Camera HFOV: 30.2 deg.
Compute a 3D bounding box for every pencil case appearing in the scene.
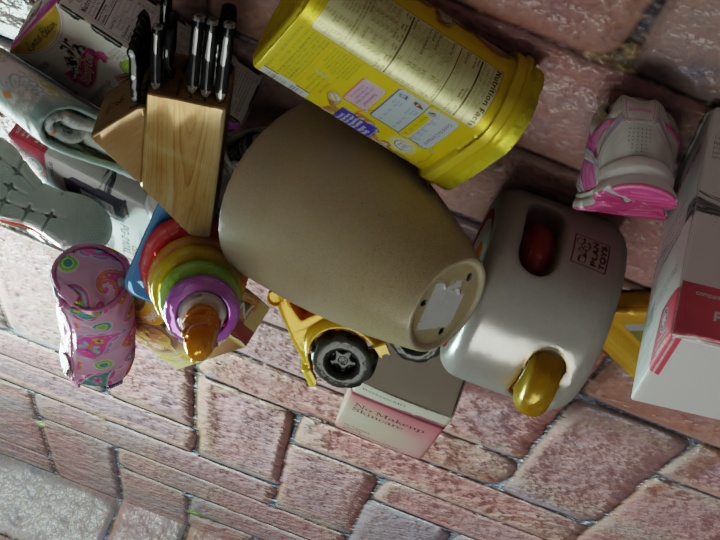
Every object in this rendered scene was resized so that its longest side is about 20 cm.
[{"bbox_3d":[-0.278,0.052,1.391,0.087,0.088,0.201,20,149,1],"label":"pencil case"}]

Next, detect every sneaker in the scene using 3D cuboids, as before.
[{"bbox_3d":[0.220,-0.091,1.077,0.080,0.089,0.200,7,177,1],"label":"sneaker"},{"bbox_3d":[-0.128,-0.098,1.287,0.198,0.077,0.080,-19,159,16],"label":"sneaker"},{"bbox_3d":[-0.351,-0.068,1.383,0.199,0.077,0.082,34,161,-2],"label":"sneaker"}]

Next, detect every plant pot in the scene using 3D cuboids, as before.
[{"bbox_3d":[0.008,-0.021,1.168,0.200,0.187,0.188,39,168,33],"label":"plant pot"}]

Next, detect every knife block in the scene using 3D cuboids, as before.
[{"bbox_3d":[-0.136,-0.139,1.156,0.174,0.064,0.200,-23,127,27],"label":"knife block"}]

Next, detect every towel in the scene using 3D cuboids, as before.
[{"bbox_3d":[-0.294,-0.153,1.235,0.170,0.048,0.200,33,-179,22],"label":"towel"}]

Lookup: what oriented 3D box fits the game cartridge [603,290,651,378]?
[{"bbox_3d":[0.341,0.077,1.385,0.199,0.033,0.176,-7,144,45],"label":"game cartridge"}]

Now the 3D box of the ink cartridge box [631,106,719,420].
[{"bbox_3d":[0.282,-0.003,1.053,0.084,0.202,0.146,13,156,4],"label":"ink cartridge box"}]

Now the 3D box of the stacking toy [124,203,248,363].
[{"bbox_3d":[-0.148,0.025,1.221,0.109,0.117,0.200,21,-161,-19],"label":"stacking toy"}]

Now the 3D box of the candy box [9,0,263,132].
[{"bbox_3d":[-0.208,-0.191,1.233,0.199,0.062,0.136,32,154,-23],"label":"candy box"}]

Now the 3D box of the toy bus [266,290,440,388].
[{"bbox_3d":[0.000,0.000,1.388,0.198,0.136,0.193,-19,115,22],"label":"toy bus"}]

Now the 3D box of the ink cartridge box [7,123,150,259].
[{"bbox_3d":[-0.262,-0.094,1.420,0.198,0.085,0.145,28,155,6],"label":"ink cartridge box"}]

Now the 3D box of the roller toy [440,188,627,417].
[{"bbox_3d":[0.165,0.029,1.236,0.138,0.184,0.200,20,-172,-1],"label":"roller toy"}]

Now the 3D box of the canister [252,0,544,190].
[{"bbox_3d":[0.027,-0.162,1.073,0.199,0.087,0.148,30,155,-16],"label":"canister"}]

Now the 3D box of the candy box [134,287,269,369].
[{"bbox_3d":[-0.191,0.041,1.426,0.115,0.056,0.199,39,153,-16],"label":"candy box"}]

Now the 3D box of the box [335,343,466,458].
[{"bbox_3d":[0.054,0.142,1.661,0.127,0.110,0.200,21,157,0],"label":"box"}]
